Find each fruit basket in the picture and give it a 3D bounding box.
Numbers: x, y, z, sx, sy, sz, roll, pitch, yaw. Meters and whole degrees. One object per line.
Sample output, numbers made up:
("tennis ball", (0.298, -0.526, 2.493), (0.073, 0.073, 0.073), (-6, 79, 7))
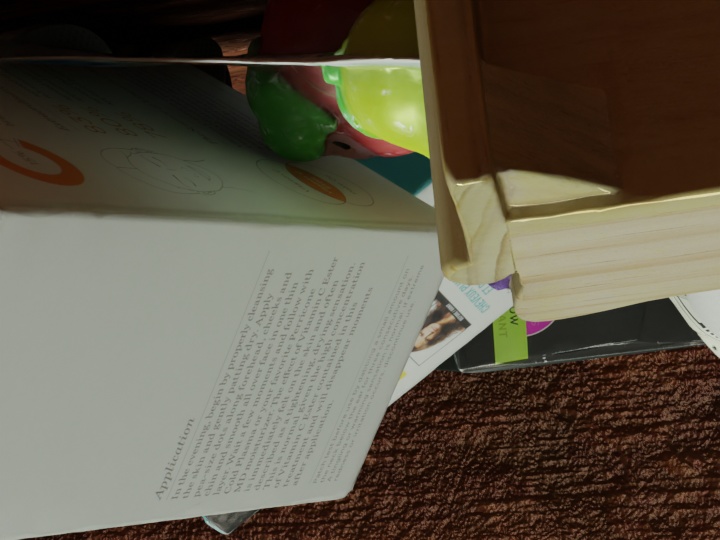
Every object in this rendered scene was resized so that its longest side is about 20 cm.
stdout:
("fruit basket", (0.031, -0.052, 0.605), (0.199, 0.094, 0.185), (-3, -176, 33))

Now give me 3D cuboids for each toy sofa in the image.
("toy sofa", (0.110, -0.052, 0.439), (0.199, 0.083, 0.098), (-8, 163, 6))

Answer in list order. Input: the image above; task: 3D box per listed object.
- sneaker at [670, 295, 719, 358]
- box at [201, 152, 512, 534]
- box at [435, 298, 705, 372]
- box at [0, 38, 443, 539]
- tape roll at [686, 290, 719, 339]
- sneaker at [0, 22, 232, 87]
("sneaker", (0.163, 0.002, 0.797), (0.075, 0.088, 0.200), (-20, -155, -9))
("box", (0.000, 0.000, 0.745), (0.200, 0.049, 0.082), (-39, 139, 6))
("box", (0.065, -0.034, 0.974), (0.124, 0.149, 0.200), (-6, -179, -15))
("box", (-0.086, 0.000, 0.605), (0.124, 0.098, 0.200), (32, -163, 31))
("tape roll", (0.194, -0.046, 0.693), (0.202, 0.071, 0.203), (-15, -154, 8))
("sneaker", (-0.110, -0.048, 0.766), (0.080, 0.071, 0.200), (-4, -177, 16))
